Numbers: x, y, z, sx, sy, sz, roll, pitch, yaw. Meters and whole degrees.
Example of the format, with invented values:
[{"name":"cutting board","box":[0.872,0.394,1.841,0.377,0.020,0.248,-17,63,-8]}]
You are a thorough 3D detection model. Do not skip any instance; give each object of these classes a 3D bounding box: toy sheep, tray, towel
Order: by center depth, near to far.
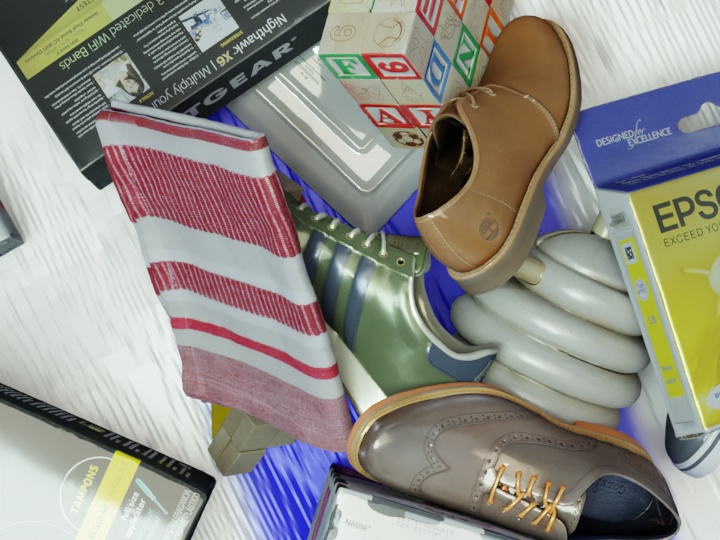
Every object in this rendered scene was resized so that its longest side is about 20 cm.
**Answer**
[{"name":"towel","box":[-0.076,0.004,1.078,0.023,0.144,0.200,-36,123,-33]},{"name":"toy sheep","box":[0.112,0.041,1.156,0.138,0.138,0.200,26,103,-1]},{"name":"tray","box":[-0.030,-0.126,1.212,0.200,0.022,0.107,44,86,0]}]

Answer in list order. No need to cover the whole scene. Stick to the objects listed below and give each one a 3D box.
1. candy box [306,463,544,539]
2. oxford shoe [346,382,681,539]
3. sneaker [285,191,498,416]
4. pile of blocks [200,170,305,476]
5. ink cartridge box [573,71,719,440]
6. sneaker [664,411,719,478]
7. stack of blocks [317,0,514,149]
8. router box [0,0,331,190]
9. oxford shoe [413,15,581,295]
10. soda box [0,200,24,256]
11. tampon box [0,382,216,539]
[{"name":"candy box","box":[0.040,0.165,1.112,0.136,0.200,0.061,17,87,-1]},{"name":"oxford shoe","box":[0.090,0.112,1.066,0.200,0.073,0.071,10,107,-22]},{"name":"sneaker","box":[0.000,0.000,1.097,0.090,0.067,0.200,-37,89,14]},{"name":"pile of blocks","box":[-0.067,0.025,1.193,0.062,0.082,0.201,-3,99,-45]},{"name":"ink cartridge box","box":[0.242,-0.025,1.136,0.197,0.047,0.200,-17,90,-24]},{"name":"sneaker","box":[0.214,0.025,1.185,0.079,0.078,0.200,24,76,-12]},{"name":"stack of blocks","box":[0.046,-0.187,1.161,0.058,0.115,0.200,3,67,28]},{"name":"router box","box":[-0.125,-0.171,1.176,0.200,0.052,0.157,-34,77,0]},{"name":"oxford shoe","box":[0.077,-0.085,1.100,0.071,0.071,0.200,42,45,-28]},{"name":"soda box","box":[-0.312,0.002,1.174,0.200,0.063,0.068,-29,88,-3]},{"name":"tampon box","box":[-0.207,0.154,1.140,0.200,0.126,0.150,24,86,-1]}]
